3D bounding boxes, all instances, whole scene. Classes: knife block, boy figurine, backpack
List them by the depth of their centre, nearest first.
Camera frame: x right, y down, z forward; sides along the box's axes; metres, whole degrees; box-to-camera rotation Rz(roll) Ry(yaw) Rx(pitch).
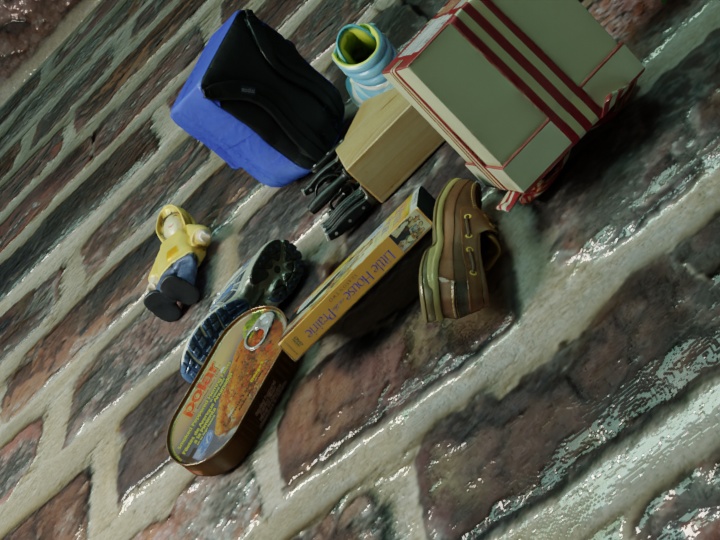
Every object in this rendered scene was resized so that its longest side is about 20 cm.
[{"bbox_3d":[0.022,-0.124,1.530,0.199,0.064,0.177,-16,42,49],"label":"knife block"},{"bbox_3d":[-0.129,-0.210,1.731,0.167,0.199,0.164,-24,37,58],"label":"backpack"},{"bbox_3d":[-0.247,-0.023,1.821,0.124,0.064,0.201,-40,31,25],"label":"boy figurine"}]

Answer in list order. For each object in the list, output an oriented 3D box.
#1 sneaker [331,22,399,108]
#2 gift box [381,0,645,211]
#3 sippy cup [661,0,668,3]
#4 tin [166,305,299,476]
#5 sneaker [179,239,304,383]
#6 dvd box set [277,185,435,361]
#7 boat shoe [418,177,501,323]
[{"bbox_3d":[0.006,-0.257,1.653,0.080,0.130,0.200,-54,26,-7],"label":"sneaker"},{"bbox_3d":[0.143,-0.173,1.256,0.185,0.187,0.200,-45,11,4],"label":"gift box"},{"bbox_3d":[0.247,-0.344,1.352,0.138,0.130,0.180,-13,80,21],"label":"sippy cup"},{"bbox_3d":[-0.136,0.130,1.448,0.111,0.042,0.201,10,63,43],"label":"tin"},{"bbox_3d":[-0.143,0.054,1.560,0.200,0.077,0.085,-51,15,-20],"label":"sneaker"},{"bbox_3d":[0.000,0.000,1.383,0.200,0.029,0.146,-45,6,12],"label":"dvd box set"},{"bbox_3d":[0.102,-0.020,1.275,0.067,0.073,0.201,-2,35,14],"label":"boat shoe"}]
